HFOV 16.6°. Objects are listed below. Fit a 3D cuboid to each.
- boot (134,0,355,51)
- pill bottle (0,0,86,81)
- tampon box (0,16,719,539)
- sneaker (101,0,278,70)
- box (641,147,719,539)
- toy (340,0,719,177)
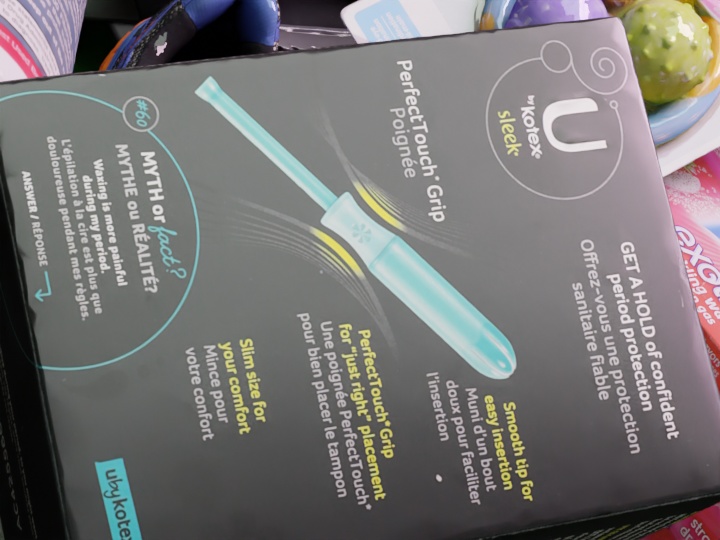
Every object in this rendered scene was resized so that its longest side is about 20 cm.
[{"bbox_3d":[-0.034,-0.134,1.051,0.164,0.066,0.201,10,38,-31],"label":"boot"},{"bbox_3d":[-0.155,-0.096,0.860,0.119,0.120,0.201,22,37,-15],"label":"pill bottle"},{"bbox_3d":[-0.015,0.023,0.740,0.199,0.126,0.151,-8,77,-20],"label":"tampon box"},{"bbox_3d":[-0.072,-0.026,0.848,0.075,0.078,0.201,20,52,-16],"label":"sneaker"},{"bbox_3d":[0.126,0.037,0.938,0.095,0.100,0.200,-5,50,-40],"label":"box"},{"bbox_3d":[0.107,-0.101,0.910,0.199,0.047,0.116,-26,72,-17],"label":"toy"}]
